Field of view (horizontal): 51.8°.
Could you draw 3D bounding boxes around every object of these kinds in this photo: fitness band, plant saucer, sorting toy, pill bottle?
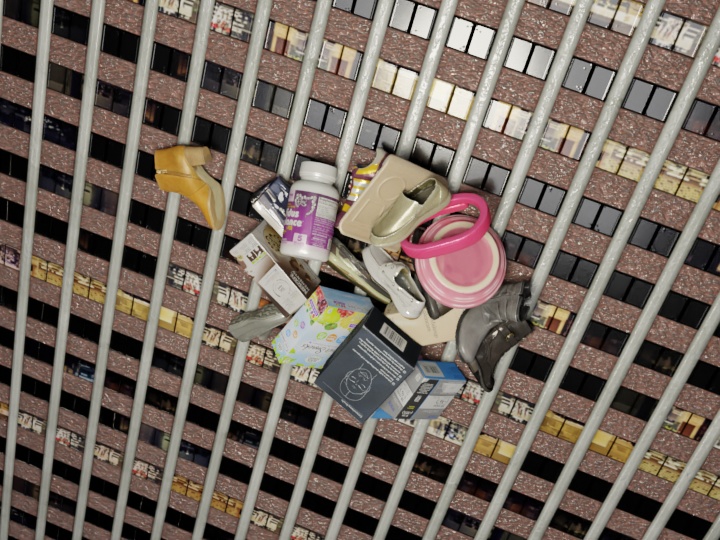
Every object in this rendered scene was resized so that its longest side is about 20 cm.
[{"bbox_3d":[0.172,-0.093,1.531,0.197,0.145,0.038,-17,130,20],"label":"fitness band"},{"bbox_3d":[0.215,-0.023,1.569,0.196,0.051,0.205,1,78,-4],"label":"plant saucer"},{"bbox_3d":[0.069,-0.142,1.581,0.183,0.037,0.201,16,121,-39],"label":"sorting toy"},{"bbox_3d":[-0.106,-0.127,1.606,0.110,0.112,0.204,9,87,10],"label":"pill bottle"}]

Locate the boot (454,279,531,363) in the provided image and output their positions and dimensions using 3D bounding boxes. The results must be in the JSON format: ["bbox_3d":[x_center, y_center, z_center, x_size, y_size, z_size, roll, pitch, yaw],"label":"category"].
[{"bbox_3d":[0.282,0.103,1.567,0.130,0.203,0.070,-2,147,39],"label":"boot"}]

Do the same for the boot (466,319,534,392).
[{"bbox_3d":[0.320,0.178,1.668,0.173,0.070,0.201,-36,140,1],"label":"boot"}]

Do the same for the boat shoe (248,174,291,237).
[{"bbox_3d":[-0.152,-0.122,1.673,0.093,0.075,0.200,-42,109,8],"label":"boat shoe"}]

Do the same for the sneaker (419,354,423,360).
[{"bbox_3d":[0.062,0.245,1.771,0.197,0.081,0.090,-12,118,20],"label":"sneaker"}]

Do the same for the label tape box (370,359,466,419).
[{"bbox_3d":[0.135,0.303,1.736,0.142,0.064,0.202,9,124,-39],"label":"label tape box"}]

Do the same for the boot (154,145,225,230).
[{"bbox_3d":[-0.397,-0.188,1.713,0.141,0.071,0.205,-3,108,22],"label":"boot"}]

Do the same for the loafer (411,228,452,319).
[{"bbox_3d":[0.160,0.005,1.623,0.070,0.073,0.204,-12,79,-6],"label":"loafer"}]

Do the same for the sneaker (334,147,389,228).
[{"bbox_3d":[0.001,-0.178,1.614,0.199,0.075,0.090,-41,91,18],"label":"sneaker"}]

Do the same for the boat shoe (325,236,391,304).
[{"bbox_3d":[-0.001,0.000,1.685,0.199,0.072,0.067,36,82,-10],"label":"boat shoe"}]

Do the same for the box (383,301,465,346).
[{"bbox_3d":[0.160,0.110,1.684,0.196,0.078,0.097,-13,107,18],"label":"box"}]

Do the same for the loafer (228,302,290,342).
[{"bbox_3d":[-0.234,0.129,1.789,0.198,0.070,0.070,-17,117,39],"label":"loafer"}]

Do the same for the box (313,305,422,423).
[{"bbox_3d":[0.017,0.212,1.660,0.148,0.107,0.201,40,116,-3],"label":"box"}]

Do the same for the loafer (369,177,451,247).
[{"bbox_3d":[0.095,-0.126,1.533,0.199,0.076,0.069,-37,133,-5],"label":"loafer"}]

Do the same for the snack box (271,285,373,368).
[{"bbox_3d":[-0.082,0.137,1.712,0.167,0.068,0.200,14,128,-43],"label":"snack box"}]

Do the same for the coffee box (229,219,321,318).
[{"bbox_3d":[-0.193,-0.007,1.705,0.079,0.113,0.201,-36,100,25],"label":"coffee box"}]

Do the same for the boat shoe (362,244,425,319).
[{"bbox_3d":[0.080,0.010,1.634,0.201,0.070,0.070,52,137,19],"label":"boat shoe"}]
